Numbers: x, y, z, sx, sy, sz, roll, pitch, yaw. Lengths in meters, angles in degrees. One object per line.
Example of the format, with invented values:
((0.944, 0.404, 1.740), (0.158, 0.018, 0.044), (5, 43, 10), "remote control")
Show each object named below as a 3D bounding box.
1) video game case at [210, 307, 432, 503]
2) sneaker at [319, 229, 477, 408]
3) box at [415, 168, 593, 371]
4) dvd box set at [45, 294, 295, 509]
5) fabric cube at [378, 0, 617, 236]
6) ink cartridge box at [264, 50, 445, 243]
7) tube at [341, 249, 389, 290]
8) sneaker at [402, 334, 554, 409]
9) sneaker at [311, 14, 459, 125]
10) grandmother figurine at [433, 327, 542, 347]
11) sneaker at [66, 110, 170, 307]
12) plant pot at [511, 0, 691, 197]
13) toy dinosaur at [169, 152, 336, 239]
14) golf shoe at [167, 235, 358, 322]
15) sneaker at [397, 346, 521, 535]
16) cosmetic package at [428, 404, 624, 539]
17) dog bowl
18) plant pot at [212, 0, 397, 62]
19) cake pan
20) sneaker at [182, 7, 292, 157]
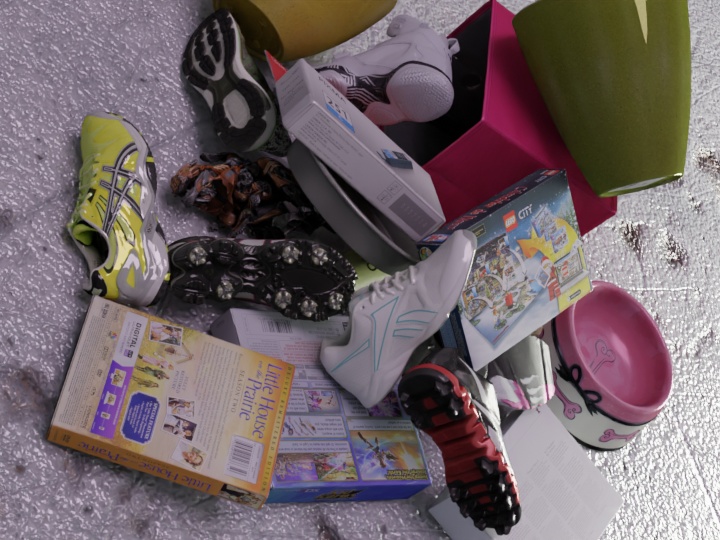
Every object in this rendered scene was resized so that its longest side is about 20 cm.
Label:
((-0.038, 0.132, 1.535), (0.199, 0.045, 0.183), (6, 58, -39), "video game case")
((0.035, 0.036, 1.496), (0.080, 0.201, 0.071), (36, 17, -7), "sneaker")
((0.149, -0.003, 1.605), (0.199, 0.037, 0.138), (-30, 112, -38), "box")
((-0.164, 0.115, 1.405), (0.198, 0.029, 0.147), (19, 50, -11), "dvd box set")
((0.152, -0.137, 1.778), (0.198, 0.200, 0.198), (30, 45, -25), "fabric cube")
((-0.007, -0.139, 1.612), (0.200, 0.045, 0.177), (40, 18, -30), "ink cartridge box")
((0.000, 0.000, 1.657), (0.199, 0.052, 0.058), (-24, 83, -48), "tube")
((0.115, 0.109, 1.656), (0.198, 0.086, 0.081), (-1, 87, -39), "sneaker")
((0.014, -0.216, 1.734), (0.116, 0.198, 0.076), (-71, 154, -44), "sneaker")
((0.110, 0.044, 1.723), (0.198, 0.060, 0.123), (7, 71, -37), "grandmother figurine")
((-0.233, -0.063, 1.473), (0.076, 0.075, 0.202), (2, 59, -38), "sneaker")
((0.269, -0.185, 1.657), (0.186, 0.186, 0.202), (-7, 83, -44), "plant pot")
((-0.092, -0.074, 1.600), (0.198, 0.103, 0.136), (-17, 57, -26), "toy dinosaur")
((-0.098, -0.003, 1.522), (0.198, 0.088, 0.078), (10, 98, -27), "golf shoe")
((0.108, 0.159, 1.534), (0.202, 0.070, 0.098), (61, 31, -19), "sneaker")
((0.175, 0.243, 1.647), (0.151, 0.052, 0.200), (52, 42, -2), "cosmetic package")
((0.276, 0.101, 1.820), (0.199, 0.074, 0.202), (23, 50, -30), "dog bowl")
((-0.077, -0.308, 1.716), (0.200, 0.200, 0.142), (45, 66, -8), "plant pot")
((-0.003, -0.071, 1.614), (0.200, 0.037, 0.201), (44, 15, -15), "cake pan")
((-0.124, -0.188, 1.661), (0.088, 0.077, 0.201), (33, 29, -51), "sneaker")
